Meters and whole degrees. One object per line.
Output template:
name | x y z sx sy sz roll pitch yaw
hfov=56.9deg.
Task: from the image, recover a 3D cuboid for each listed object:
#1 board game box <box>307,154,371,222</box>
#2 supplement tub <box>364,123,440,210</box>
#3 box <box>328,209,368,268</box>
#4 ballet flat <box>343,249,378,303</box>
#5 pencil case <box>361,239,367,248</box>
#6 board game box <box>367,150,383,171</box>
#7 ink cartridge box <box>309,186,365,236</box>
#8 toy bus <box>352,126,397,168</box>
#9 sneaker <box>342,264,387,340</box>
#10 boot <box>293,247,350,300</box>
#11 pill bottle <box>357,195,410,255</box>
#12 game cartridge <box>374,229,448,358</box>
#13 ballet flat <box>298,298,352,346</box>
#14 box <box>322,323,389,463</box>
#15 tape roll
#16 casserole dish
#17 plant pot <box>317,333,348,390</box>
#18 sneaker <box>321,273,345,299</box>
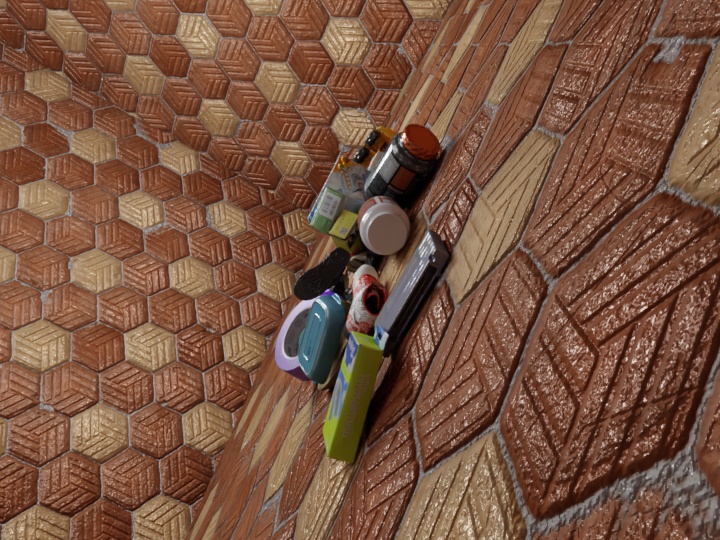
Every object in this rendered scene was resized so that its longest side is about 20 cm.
board game box | -0.014 -0.178 1.808 0.202 0.198 0.026 -62 12 2
supplement tub | 0.100 -0.240 1.574 0.201 0.121 0.123 -54 12 43
box | -0.018 -0.067 1.671 0.076 0.050 0.201 -59 -24 -18
ballet flat | 0.000 0.000 1.622 0.072 0.071 0.202 -54 12 45
pencil case | 0.053 -0.128 1.664 0.077 0.088 0.201 -18 30 22
board game box | 0.043 -0.227 1.944 0.202 0.104 0.103 -63 8 -12
ink cartridge box | -0.039 -0.139 1.693 0.199 0.059 0.105 8 -72 -64
toy bus | 0.087 -0.403 2.227 0.192 0.135 0.200 -48 -2 -46
sneaker | 0.022 0.044 1.360 0.108 0.066 0.203 -53 16 45
boot | -0.098 0.020 1.645 0.164 0.066 0.200 -38 0 -10
pill bottle | 0.051 -0.097 1.462 0.113 0.111 0.200 -61 8 10
game cartridge | 0.083 0.036 1.120 0.202 0.038 0.130 -61 5 16
ballet flat | -0.072 0.131 1.489 0.200 0.062 0.070 -45 43 46
box | -0.010 0.185 1.052 0.122 0.047 0.203 -147 73 -82
tape roll | -0.125 0.166 1.637 0.199 0.065 0.202 -35 38 33
casserole dish | -0.089 0.144 1.411 0.121 0.038 0.203 39 116 59
plant pot | -0.036 0.172 1.444 0.202 0.027 0.200 -61 8 14
sneaker | -0.070 0.055 1.880 0.100 0.069 0.200 -59 9 4
